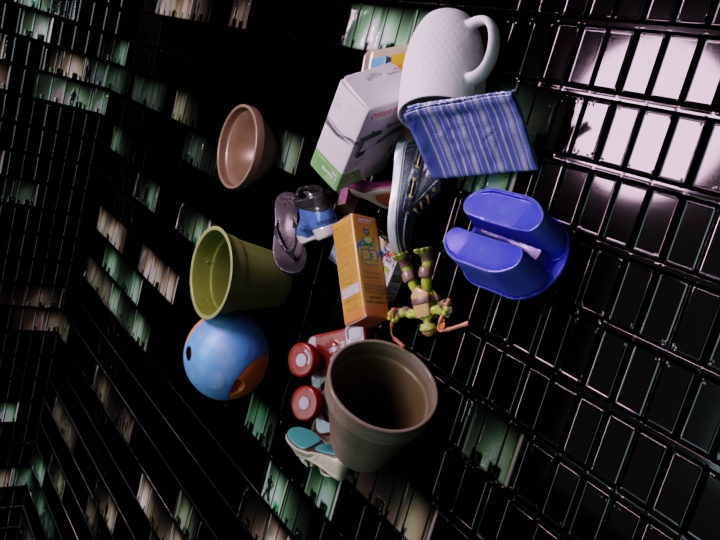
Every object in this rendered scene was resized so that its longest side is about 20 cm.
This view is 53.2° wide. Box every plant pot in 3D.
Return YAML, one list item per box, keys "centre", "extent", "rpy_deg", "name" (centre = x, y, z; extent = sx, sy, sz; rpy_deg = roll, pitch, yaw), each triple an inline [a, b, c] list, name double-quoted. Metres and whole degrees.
- centre: [-0.261, 0.015, 1.634]
  extent: [0.198, 0.187, 0.206]
  rpy_deg: [-12, 75, 49]
  name: "plant pot"
- centre: [0.019, 0.255, 1.268]
  extent: [0.202, 0.195, 0.176]
  rpy_deg: [57, 142, 38]
  name: "plant pot"
- centre: [-0.268, -0.295, 1.767]
  extent: [0.198, 0.091, 0.207]
  rpy_deg: [-12, 74, 49]
  name: "plant pot"

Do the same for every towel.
- centre: [0.174, -0.210, 1.149]
  extent: [0.196, 0.146, 0.024]
  rpy_deg: [0, 43, 37]
  name: "towel"

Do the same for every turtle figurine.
- centre: [0.115, 0.045, 1.254]
  extent: [0.198, 0.063, 0.166]
  rpy_deg: [-14, 86, 53]
  name: "turtle figurine"

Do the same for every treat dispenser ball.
- centre: [-0.309, 0.195, 1.659]
  extent: [0.198, 0.197, 0.207]
  rpy_deg: [-11, 76, 49]
  name: "treat dispenser ball"

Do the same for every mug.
- centre: [0.156, -0.344, 1.198]
  extent: [0.198, 0.145, 0.180]
  rpy_deg: [-15, 64, 55]
  name: "mug"

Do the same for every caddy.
- centre: [0.225, -0.039, 1.105]
  extent: [0.198, 0.105, 0.143]
  rpy_deg: [24, 80, 50]
  name: "caddy"

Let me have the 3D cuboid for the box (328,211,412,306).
- centre: [0.016, -0.027, 1.415]
  extent: [0.199, 0.034, 0.112]
  rpy_deg: [40, 116, 46]
  name: "box"

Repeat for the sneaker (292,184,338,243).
- centre: [-0.100, -0.120, 1.492]
  extent: [0.200, 0.075, 0.114]
  rpy_deg: [-178, 69, -75]
  name: "sneaker"

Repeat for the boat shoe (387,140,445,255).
- centre: [0.101, -0.126, 1.282]
  extent: [0.088, 0.071, 0.206]
  rpy_deg: [6, 97, 17]
  name: "boat shoe"

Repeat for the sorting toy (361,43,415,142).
- centre: [0.055, -0.348, 1.414]
  extent: [0.198, 0.036, 0.191]
  rpy_deg: [14, 95, 51]
  name: "sorting toy"

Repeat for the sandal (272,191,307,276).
- centre: [-0.165, -0.084, 1.614]
  extent: [0.043, 0.074, 0.205]
  rpy_deg: [79, -179, -70]
  name: "sandal"

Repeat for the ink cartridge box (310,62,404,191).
- centre: [0.007, -0.263, 1.321]
  extent: [0.085, 0.145, 0.202]
  rpy_deg: [47, 141, 17]
  name: "ink cartridge box"

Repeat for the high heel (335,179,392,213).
- centre: [0.032, -0.172, 1.405]
  extent: [0.196, 0.067, 0.098]
  rpy_deg: [-3, 59, 39]
  name: "high heel"

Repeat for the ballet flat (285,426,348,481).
- centre: [-0.088, 0.378, 1.466]
  extent: [0.198, 0.068, 0.072]
  rpy_deg: [9, 91, 51]
  name: "ballet flat"

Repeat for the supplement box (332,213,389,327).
- centre: [0.000, 0.000, 1.351]
  extent: [0.068, 0.065, 0.205]
  rpy_deg: [-29, 63, 45]
  name: "supplement box"

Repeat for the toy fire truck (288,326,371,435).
- centre: [-0.043, 0.213, 1.409]
  extent: [0.165, 0.111, 0.206]
  rpy_deg: [-16, 72, 29]
  name: "toy fire truck"
